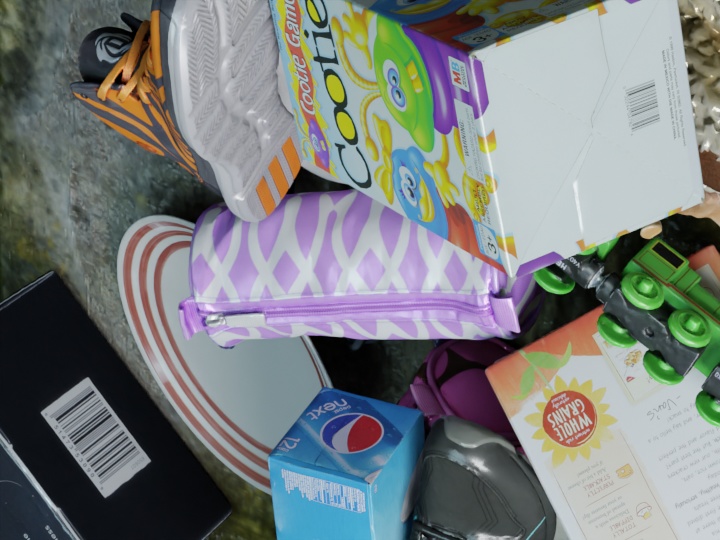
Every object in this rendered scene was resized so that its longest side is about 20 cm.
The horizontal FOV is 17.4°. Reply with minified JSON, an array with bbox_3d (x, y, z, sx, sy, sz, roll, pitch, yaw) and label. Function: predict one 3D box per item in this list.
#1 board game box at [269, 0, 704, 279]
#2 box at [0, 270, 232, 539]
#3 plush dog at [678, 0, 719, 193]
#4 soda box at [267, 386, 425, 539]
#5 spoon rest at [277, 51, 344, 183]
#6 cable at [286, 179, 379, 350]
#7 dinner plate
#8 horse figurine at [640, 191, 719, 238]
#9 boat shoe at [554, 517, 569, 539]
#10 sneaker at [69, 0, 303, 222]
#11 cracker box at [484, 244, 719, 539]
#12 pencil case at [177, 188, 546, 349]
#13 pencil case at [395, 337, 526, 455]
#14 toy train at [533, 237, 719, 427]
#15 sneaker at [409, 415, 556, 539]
[{"bbox_3d":[0.050,-0.087,1.053,0.200,0.102,0.106,32,139,58],"label":"board game box"},{"bbox_3d":[-0.225,0.143,1.535,0.201,0.124,0.196,53,133,-1],"label":"box"},{"bbox_3d":[0.222,-0.139,1.032,0.170,0.161,0.201,5,133,15],"label":"plush dog"},{"bbox_3d":[0.000,0.167,1.291,0.064,0.068,0.201,13,128,23],"label":"soda box"},{"bbox_3d":[-0.050,-0.124,1.198,0.099,0.061,0.201,13,136,50],"label":"spoon rest"},{"bbox_3d":[0.004,-0.044,1.306,0.162,0.051,0.201,15,124,24],"label":"cable"},{"bbox_3d":[-0.073,0.050,1.408,0.200,0.024,0.201,37,146,30],"label":"dinner plate"},{"bbox_3d":[0.204,-0.010,1.127,0.200,0.133,0.050,41,122,-11],"label":"horse figurine"},{"bbox_3d":[0.125,0.189,1.333,0.074,0.062,0.201,20,129,25],"label":"boat shoe"},{"bbox_3d":[-0.099,-0.099,1.160,0.112,0.078,0.200,28,158,19],"label":"sneaker"},{"bbox_3d":[0.167,0.108,1.175,0.133,0.058,0.201,-28,76,8],"label":"cracker box"},{"bbox_3d":[0.000,0.000,1.244,0.198,0.086,0.084,-5,117,25],"label":"pencil case"},{"bbox_3d":[0.035,0.123,1.342,0.091,0.093,0.201,50,136,26],"label":"pencil case"},{"bbox_3d":[0.145,0.018,1.135,0.200,0.056,0.042,39,133,11],"label":"toy train"},{"bbox_3d":[0.058,0.160,1.241,0.075,0.079,0.201,22,142,28],"label":"sneaker"}]
